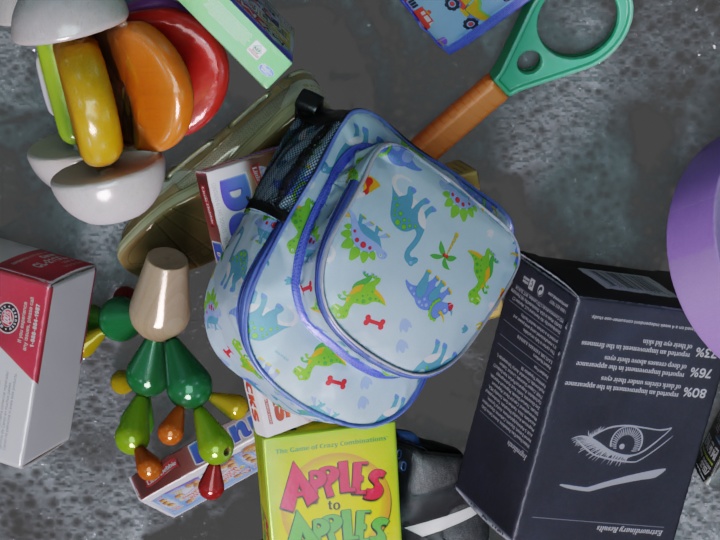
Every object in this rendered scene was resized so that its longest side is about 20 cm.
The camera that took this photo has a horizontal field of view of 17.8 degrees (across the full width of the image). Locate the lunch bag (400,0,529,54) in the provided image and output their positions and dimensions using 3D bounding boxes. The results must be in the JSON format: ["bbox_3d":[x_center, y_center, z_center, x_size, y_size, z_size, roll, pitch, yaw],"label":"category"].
[{"bbox_3d":[0.079,-0.261,1.673,0.200,0.094,0.151,-37,106,18],"label":"lunch bag"}]

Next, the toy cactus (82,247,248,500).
[{"bbox_3d":[-0.144,0.060,1.707,0.102,0.200,0.166,-8,128,-27],"label":"toy cactus"}]

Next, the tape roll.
[{"bbox_3d":[0.326,-0.017,1.696,0.199,0.066,0.201,6,77,-25],"label":"tape roll"}]

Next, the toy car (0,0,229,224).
[{"bbox_3d":[-0.172,-0.141,1.646,0.149,0.200,0.176,-18,110,-14],"label":"toy car"}]

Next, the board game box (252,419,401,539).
[{"bbox_3d":[-0.022,0.206,1.736,0.101,0.048,0.201,-6,108,-9],"label":"board game box"}]

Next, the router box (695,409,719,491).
[{"bbox_3d":[0.382,0.130,1.793,0.199,0.062,0.150,23,103,-7],"label":"router box"}]

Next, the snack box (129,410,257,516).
[{"bbox_3d":[-0.077,0.129,1.775,0.199,0.072,0.024,-29,68,7],"label":"snack box"}]

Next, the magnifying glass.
[{"bbox_3d":[0.120,-0.152,1.724,0.200,0.022,0.080,-40,120,14],"label":"magnifying glass"}]

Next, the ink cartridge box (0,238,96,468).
[{"bbox_3d":[-0.312,0.044,1.714,0.199,0.083,0.147,16,106,16],"label":"ink cartridge box"}]

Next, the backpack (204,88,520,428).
[{"bbox_3d":[-0.003,0.006,1.602,0.183,0.147,0.201,36,80,-25],"label":"backpack"}]

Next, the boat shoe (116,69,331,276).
[{"bbox_3d":[-0.104,-0.071,1.734,0.200,0.063,0.073,-40,135,15],"label":"boat shoe"}]

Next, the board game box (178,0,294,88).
[{"bbox_3d":[-0.126,-0.222,1.647,0.029,0.135,0.200,-43,103,10],"label":"board game box"}]

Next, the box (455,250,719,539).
[{"bbox_3d":[0.176,0.101,1.735,0.147,0.104,0.201,8,106,-27],"label":"box"}]

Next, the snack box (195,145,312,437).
[{"bbox_3d":[-0.063,0.015,1.667,0.072,0.024,0.201,-18,104,-24],"label":"snack box"}]

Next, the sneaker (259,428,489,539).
[{"bbox_3d":[0.001,0.181,1.800,0.199,0.073,0.113,-6,103,-8],"label":"sneaker"}]

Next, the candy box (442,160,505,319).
[{"bbox_3d":[0.000,0.000,1.730,0.199,0.056,0.117,-16,106,-10],"label":"candy box"}]
